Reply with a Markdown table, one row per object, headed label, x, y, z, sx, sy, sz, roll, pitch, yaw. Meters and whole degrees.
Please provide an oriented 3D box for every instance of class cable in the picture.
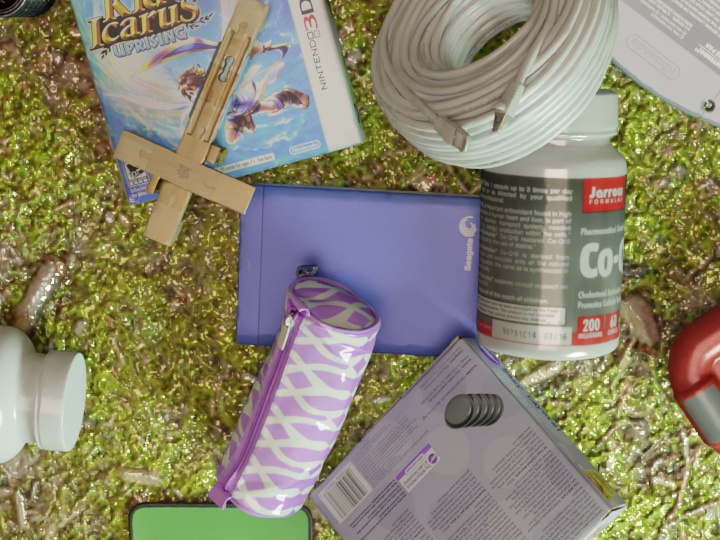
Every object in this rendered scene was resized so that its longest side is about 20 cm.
| label | x | y | z | sx | sy | sz | roll | pitch | yaw |
| --- | --- | --- | --- | --- | --- | --- | --- | --- | --- |
| cable | 0.101 | -0.172 | 1.151 | 0.200 | 0.200 | 0.069 | -51 | 129 | -5 |

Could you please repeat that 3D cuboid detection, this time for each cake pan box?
| label | x | y | z | sx | sy | sz | roll | pitch | yaw |
| --- | --- | --- | --- | --- | --- | --- | --- | --- | --- |
| cake pan box | 0.080 | 0.186 | 1.230 | 0.200 | 0.052 | 0.184 | -48 | 68 | 15 |

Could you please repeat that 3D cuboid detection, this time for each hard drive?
| label | x | y | z | sx | sy | sz | roll | pitch | yaw |
| --- | --- | --- | --- | --- | --- | --- | --- | --- | --- |
| hard drive | 0.000 | 0.000 | 1.266 | 0.198 | 0.025 | 0.133 | 3 | 100 | 3 |

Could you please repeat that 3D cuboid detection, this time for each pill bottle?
| label | x | y | z | sx | sy | sz | roll | pitch | yaw |
| --- | --- | --- | --- | --- | --- | --- | --- | --- | --- |
| pill bottle | -0.329 | 0.097 | 1.259 | 0.198 | 0.112 | 0.113 | 6 | 100 | 2 |
| pill bottle | 0.149 | -0.040 | 1.206 | 0.113 | 0.114 | 0.202 | 2 | 100 | 3 |

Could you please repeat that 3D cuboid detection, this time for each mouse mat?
| label | x | y | z | sx | sy | sz | roll | pitch | yaw |
| --- | --- | --- | --- | --- | --- | --- | --- | --- | --- |
| mouse mat | -0.118 | 0.296 | 1.333 | 0.159 | 0.008 | 0.202 | 0 | 100 | 4 |

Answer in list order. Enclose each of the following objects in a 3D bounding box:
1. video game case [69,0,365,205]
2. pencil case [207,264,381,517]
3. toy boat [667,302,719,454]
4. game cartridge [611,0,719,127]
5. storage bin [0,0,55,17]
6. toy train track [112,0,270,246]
| label | x | y | z | sx | sy | sz | roll | pitch | yaw |
| --- | --- | --- | --- | --- | --- | --- | --- | --- | --- |
| video game case | -0.114 | -0.165 | 1.237 | 0.198 | 0.045 | 0.183 | -15 | 98 | 6 |
| pencil case | -0.052 | 0.102 | 1.237 | 0.084 | 0.085 | 0.201 | 36 | 118 | 32 |
| toy boat | 0.342 | 0.069 | 1.202 | 0.199 | 0.131 | 0.131 | -35 | 94 | 9 |
| game cartridge | 0.253 | -0.203 | 1.213 | 0.199 | 0.040 | 0.134 | 37 | 96 | -3 |
| storage bin | -0.311 | -0.299 | 1.203 | 0.199 | 0.094 | 0.136 | 32 | 100 | -3 |
| toy train track | -0.118 | -0.116 | 1.210 | 0.114 | 0.033 | 0.201 | 24 | 96 | 6 |
